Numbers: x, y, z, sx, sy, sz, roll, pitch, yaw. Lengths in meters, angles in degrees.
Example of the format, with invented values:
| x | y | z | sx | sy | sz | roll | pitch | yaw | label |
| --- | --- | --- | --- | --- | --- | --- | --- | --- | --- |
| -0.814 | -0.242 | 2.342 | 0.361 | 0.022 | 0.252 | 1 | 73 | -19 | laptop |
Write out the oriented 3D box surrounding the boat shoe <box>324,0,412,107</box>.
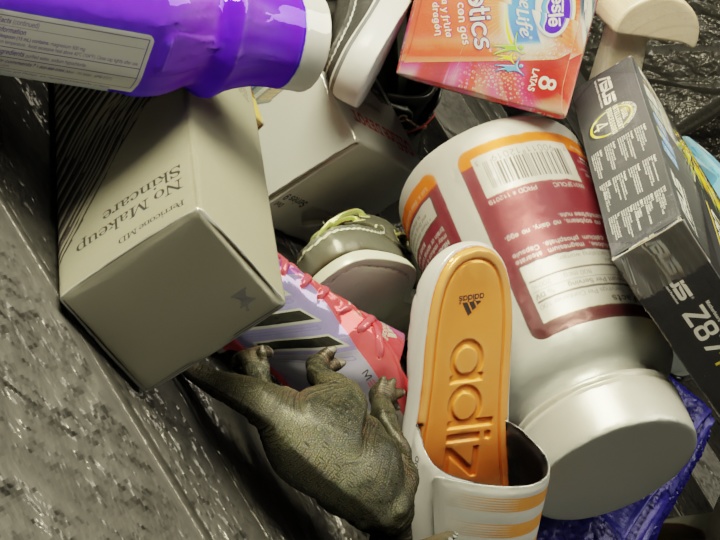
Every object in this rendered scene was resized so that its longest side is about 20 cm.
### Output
| x | y | z | sx | sy | sz | roll | pitch | yaw | label |
| --- | --- | --- | --- | --- | --- | --- | --- | --- | --- |
| -0.004 | -0.163 | 1.305 | 0.066 | 0.070 | 0.201 | 24 | 36 | -3 | boat shoe |

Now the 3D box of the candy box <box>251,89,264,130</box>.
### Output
| x | y | z | sx | sy | sz | roll | pitch | yaw | label |
| --- | --- | --- | --- | --- | --- | --- | --- | --- | --- |
| -0.136 | -0.152 | 1.194 | 0.200 | 0.056 | 0.117 | 44 | 19 | -49 | candy box |

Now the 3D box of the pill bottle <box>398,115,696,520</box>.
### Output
| x | y | z | sx | sy | sz | roll | pitch | yaw | label |
| --- | --- | --- | --- | --- | --- | --- | --- | --- | --- |
| 0.103 | 0.026 | 1.236 | 0.114 | 0.114 | 0.201 | 38 | 26 | -55 | pill bottle |

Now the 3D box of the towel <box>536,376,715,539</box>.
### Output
| x | y | z | sx | sy | sz | roll | pitch | yaw | label |
| --- | --- | --- | --- | --- | --- | --- | --- | --- | --- |
| 0.118 | 0.109 | 1.286 | 0.148 | 0.050 | 0.200 | 42 | 48 | -6 | towel |

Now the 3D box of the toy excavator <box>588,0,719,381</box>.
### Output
| x | y | z | sx | sy | sz | roll | pitch | yaw | label |
| --- | --- | --- | --- | --- | --- | --- | --- | --- | --- |
| 0.174 | -0.056 | 1.377 | 0.199 | 0.195 | 0.100 | 31 | 15 | -34 | toy excavator |

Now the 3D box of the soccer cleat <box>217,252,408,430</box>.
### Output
| x | y | z | sx | sy | sz | roll | pitch | yaw | label |
| --- | --- | --- | --- | --- | --- | --- | --- | --- | --- |
| -0.022 | 0.033 | 1.145 | 0.200 | 0.076 | 0.067 | 52 | 12 | -29 | soccer cleat |

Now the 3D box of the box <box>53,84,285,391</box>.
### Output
| x | y | z | sx | sy | sz | roll | pitch | yaw | label |
| --- | --- | --- | --- | --- | --- | --- | --- | --- | --- |
| -0.093 | -0.041 | 1.052 | 0.068 | 0.082 | 0.201 | 50 | 14 | -32 | box |

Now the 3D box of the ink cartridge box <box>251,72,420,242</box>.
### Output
| x | y | z | sx | sy | sz | roll | pitch | yaw | label |
| --- | --- | --- | --- | --- | --- | --- | --- | --- | --- |
| -0.055 | -0.126 | 1.361 | 0.201 | 0.087 | 0.145 | 64 | 14 | 15 | ink cartridge box |

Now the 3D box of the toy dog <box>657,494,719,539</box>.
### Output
| x | y | z | sx | sy | sz | roll | pitch | yaw | label |
| --- | --- | --- | --- | --- | --- | --- | --- | --- | --- |
| 0.216 | 0.187 | 1.394 | 0.194 | 0.199 | 0.140 | 53 | 14 | -21 | toy dog |

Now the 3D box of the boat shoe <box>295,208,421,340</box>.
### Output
| x | y | z | sx | sy | sz | roll | pitch | yaw | label |
| --- | --- | --- | --- | --- | --- | --- | --- | --- | --- |
| -0.003 | 0.002 | 1.302 | 0.061 | 0.072 | 0.202 | 62 | 8 | 14 | boat shoe |

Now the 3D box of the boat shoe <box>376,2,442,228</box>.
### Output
| x | y | z | sx | sy | sz | roll | pitch | yaw | label |
| --- | --- | --- | --- | --- | --- | --- | --- | --- | --- |
| 0.016 | -0.113 | 1.467 | 0.073 | 0.063 | 0.203 | -29 | 128 | -41 | boat shoe |

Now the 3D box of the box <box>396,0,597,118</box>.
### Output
| x | y | z | sx | sy | sz | roll | pitch | yaw | label |
| --- | --- | --- | --- | --- | --- | --- | --- | --- | --- |
| 0.082 | -0.147 | 1.325 | 0.102 | 0.096 | 0.200 | 15 | 5 | 1 | box |

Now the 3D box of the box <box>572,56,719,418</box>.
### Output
| x | y | z | sx | sy | sz | roll | pitch | yaw | label |
| --- | --- | --- | --- | --- | --- | --- | --- | --- | --- |
| 0.182 | -0.007 | 1.247 | 0.162 | 0.049 | 0.201 | 52 | 17 | -24 | box |

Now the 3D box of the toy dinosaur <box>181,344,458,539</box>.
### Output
| x | y | z | sx | sy | sz | roll | pitch | yaw | label |
| --- | --- | --- | --- | --- | --- | --- | --- | --- | --- |
| -0.013 | 0.083 | 1.073 | 0.200 | 0.077 | 0.102 | 54 | 4 | -32 | toy dinosaur |

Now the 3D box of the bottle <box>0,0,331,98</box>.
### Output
| x | y | z | sx | sy | sz | roll | pitch | yaw | label |
| --- | --- | --- | --- | --- | --- | --- | --- | --- | --- |
| -0.109 | -0.115 | 0.990 | 0.198 | 0.066 | 0.084 | 7 | 30 | -30 | bottle |

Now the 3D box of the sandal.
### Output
| x | y | z | sx | sy | sz | roll | pitch | yaw | label |
| --- | --- | --- | --- | --- | --- | --- | --- | --- | --- |
| 0.058 | 0.092 | 1.136 | 0.059 | 0.079 | 0.209 | 20 | -66 | 54 | sandal |
